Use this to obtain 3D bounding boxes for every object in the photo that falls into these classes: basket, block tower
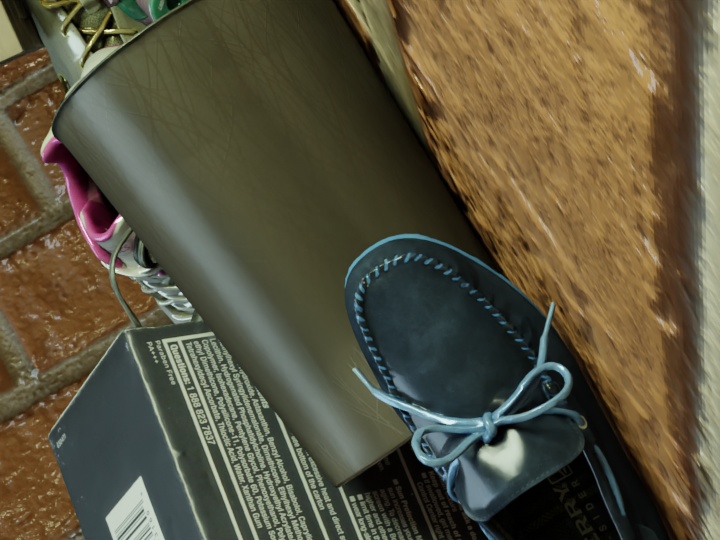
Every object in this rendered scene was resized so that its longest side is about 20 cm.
[{"bbox_3d":[-0.022,-0.016,0.892,0.200,0.136,0.180,55,-165,5],"label":"basket"},{"bbox_3d":[-0.218,-0.142,1.146,0.200,0.054,0.058,-121,9,-82],"label":"block tower"}]

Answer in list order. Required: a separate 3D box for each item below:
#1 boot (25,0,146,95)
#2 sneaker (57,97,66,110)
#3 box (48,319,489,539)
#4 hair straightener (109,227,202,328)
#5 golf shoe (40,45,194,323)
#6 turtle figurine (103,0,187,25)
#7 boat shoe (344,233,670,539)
[{"bbox_3d":[-0.148,-0.140,1.119,0.200,0.072,0.155,56,171,46],"label":"boot"},{"bbox_3d":[-0.099,-0.105,1.230,0.077,0.199,0.089,-47,-41,-52],"label":"sneaker"},{"bbox_3d":[-0.016,0.127,0.970,0.123,0.198,0.201,-49,57,50],"label":"box"},{"bbox_3d":[-0.084,-0.048,0.999,0.077,0.201,0.041,20,166,-15],"label":"hair straightener"},{"bbox_3d":[-0.106,-0.014,1.046,0.200,0.075,0.092,63,-144,-23],"label":"golf shoe"},{"bbox_3d":[-0.118,-0.180,0.994,0.200,0.100,0.150,36,141,57],"label":"turtle figurine"},{"bbox_3d":[0.070,0.069,0.796,0.200,0.084,0.069,46,-165,-12],"label":"boat shoe"}]
